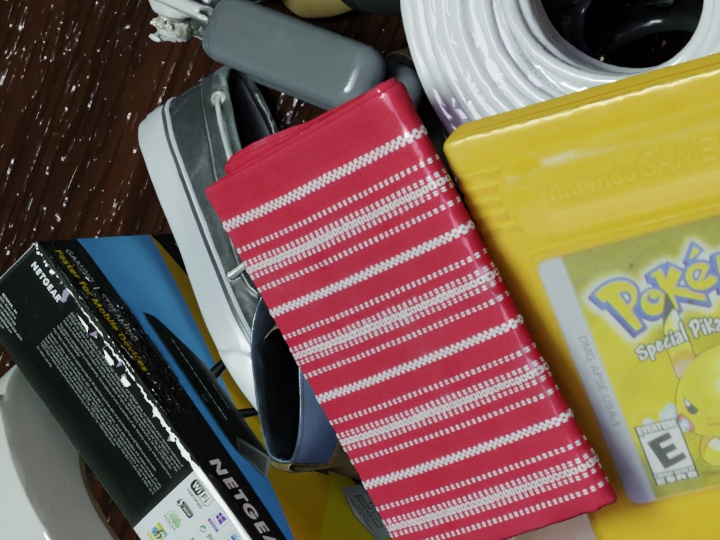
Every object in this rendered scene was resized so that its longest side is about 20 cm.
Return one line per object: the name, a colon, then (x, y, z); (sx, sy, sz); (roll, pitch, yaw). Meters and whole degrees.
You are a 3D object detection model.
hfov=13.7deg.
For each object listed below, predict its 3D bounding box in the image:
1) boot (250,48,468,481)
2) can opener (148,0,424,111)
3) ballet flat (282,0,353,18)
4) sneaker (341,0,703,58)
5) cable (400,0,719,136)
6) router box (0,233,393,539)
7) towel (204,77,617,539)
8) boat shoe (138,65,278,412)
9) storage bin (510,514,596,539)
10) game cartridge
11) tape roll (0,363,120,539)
boot: (0.000, 0.000, 1.366); (0.075, 0.097, 0.201); (-5, 90, 56)
can opener: (-0.043, -0.116, 1.396); (0.200, 0.053, 0.067); (32, 97, 48)
ballet flat: (0.028, -0.184, 1.399); (0.200, 0.063, 0.069); (-33, 77, 23)
sneaker: (0.077, -0.134, 1.337); (0.199, 0.076, 0.088); (-7, 45, 16)
cable: (0.109, -0.119, 1.253); (0.200, 0.069, 0.200); (41, 114, 7)
router box: (-0.074, 0.074, 1.409); (0.051, 0.149, 0.200); (-43, 75, 21)
towel: (0.020, 0.024, 1.278); (0.144, 0.022, 0.200); (-24, 94, 52)
boat shoe: (-0.037, -0.006, 1.432); (0.068, 0.074, 0.200); (-34, 64, 24)
storage bin: (0.137, 0.138, 1.342); (0.198, 0.094, 0.201); (29, 103, 22)
game cartridge: (0.146, 0.014, 1.225); (0.176, 0.032, 0.201); (-15, 109, 26)
tape roll: (-0.103, 0.124, 1.396); (0.037, 0.203, 0.203); (-41, 75, 21)
